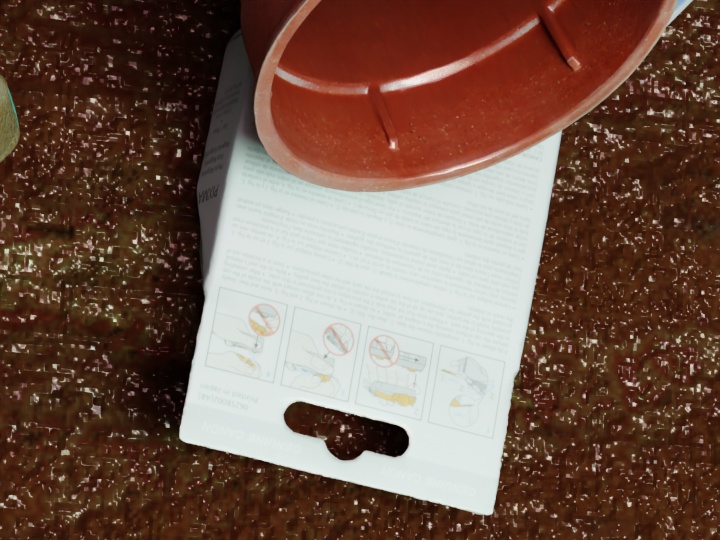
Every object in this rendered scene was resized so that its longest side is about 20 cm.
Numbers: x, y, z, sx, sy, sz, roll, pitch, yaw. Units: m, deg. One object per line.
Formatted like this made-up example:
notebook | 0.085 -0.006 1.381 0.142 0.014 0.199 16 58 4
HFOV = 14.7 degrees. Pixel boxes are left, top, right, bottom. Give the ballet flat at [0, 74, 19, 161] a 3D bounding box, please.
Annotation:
ballet flat | -0.231 -0.030 1.204 0.199 0.072 0.068 -28 61 11

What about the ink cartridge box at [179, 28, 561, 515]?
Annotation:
ink cartridge box | 0.000 0.000 1.309 0.162 0.057 0.201 15 80 -18

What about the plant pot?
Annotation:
plant pot | 0.015 -0.173 1.245 0.200 0.201 0.196 -11 58 -21

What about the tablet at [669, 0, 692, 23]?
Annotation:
tablet | 0.088 -0.196 1.391 0.130 0.014 0.200 -44 98 -21
